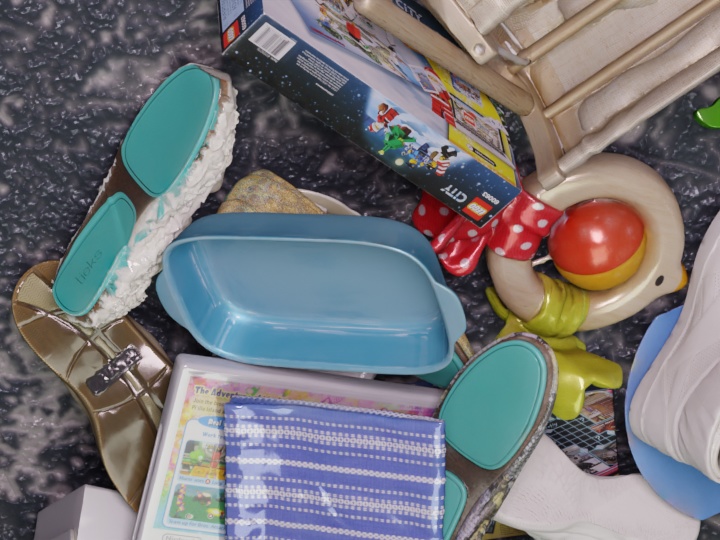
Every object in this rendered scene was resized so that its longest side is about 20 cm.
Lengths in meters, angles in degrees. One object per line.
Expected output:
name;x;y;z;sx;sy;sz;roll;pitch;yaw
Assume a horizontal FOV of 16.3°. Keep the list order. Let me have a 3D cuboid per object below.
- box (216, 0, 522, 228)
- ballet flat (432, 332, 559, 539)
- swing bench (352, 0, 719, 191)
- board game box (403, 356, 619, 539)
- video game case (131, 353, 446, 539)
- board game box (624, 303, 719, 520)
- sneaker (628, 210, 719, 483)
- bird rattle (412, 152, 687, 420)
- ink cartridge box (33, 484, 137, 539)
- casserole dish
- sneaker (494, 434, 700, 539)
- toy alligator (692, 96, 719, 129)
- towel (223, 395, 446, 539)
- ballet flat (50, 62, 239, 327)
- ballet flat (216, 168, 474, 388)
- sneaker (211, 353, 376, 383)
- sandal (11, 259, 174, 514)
box;0.003;-0.124;1.462;0.200;0.137;0.038;33;119;-29
ballet flat;0.074;0.119;1.611;0.072;0.072;0.200;20;113;-22
swing bench;0.122;-0.184;1.432;0.199;0.130;0.200;-34;131;21
board game box;0.080;0.132;1.759;0.200;0.035;0.136;-7;131;1
video game case;-0.043;0.152;1.641;0.200;0.024;0.182;9;108;-19
board game box;0.263;0.071;1.705;0.200;0.039;0.158;-23;114;-11
sneaker;0.255;0.039;1.600;0.074;0.116;0.200;20;97;-28
bird rattle;0.125;-0.018;1.618;0.163;0.113;0.200;-23;117;-1
ink cartridge box;-0.126;0.242;1.731;0.200;0.145;0.145;14;162;-16
casserole dish;-0.027;0.009;1.543;0.200;0.039;0.121;3;139;21
sneaker;0.127;0.162;1.728;0.200;0.075;0.088;21;151;-14
toy alligator;0.304;-0.118;1.555;0.200;0.059;0.054;-3;91;-3
towel;-0.019;0.179;1.599;0.145;0.024;0.200;6;111;12
ballet flat;-0.125;-0.048;1.568;0.072;0.072;0.200;24;117;-24
ballet flat;0.000;0.000;1.604;0.200;0.071;0.071;32;122;-14
sneaker;-0.057;0.076;1.676;0.200;0.070;0.080;-39;103;18
sandal;-0.157;0.077;1.656;0.080;0.054;0.200;-35;100;-2
